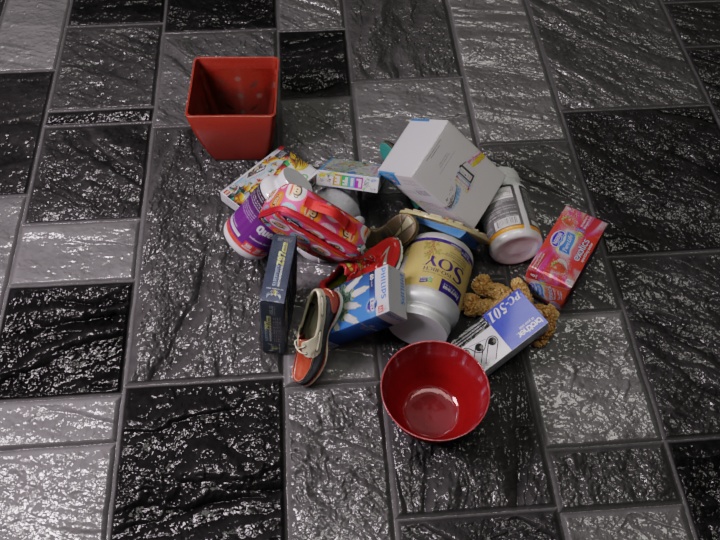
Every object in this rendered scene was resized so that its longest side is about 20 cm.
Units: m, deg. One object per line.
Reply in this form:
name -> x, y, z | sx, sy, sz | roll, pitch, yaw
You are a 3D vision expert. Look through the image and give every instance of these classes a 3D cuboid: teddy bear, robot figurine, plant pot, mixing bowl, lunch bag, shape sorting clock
teddy bear -> 0.305, 0.078, 1.578 | 0.145, 0.067, 0.200 | -37, 63, -20
robot figurine -> -0.075, -0.099, 1.668 | 0.170, 0.113, 0.200 | 9, 53, 30
plant pot -> -0.288, -0.368, 1.814 | 0.200, 0.176, 0.200 | -1, 54, -1
mixing bowl -> 0.136, 0.243, 1.436 | 0.200, 0.108, 0.200 | 0, 56, 0
lunch bag -> -0.082, -0.091, 1.488 | 0.200, 0.176, 0.082 | 30, 72, -22
shape sorting clock -> 0.178, -0.094, 1.628 | 0.200, 0.200, 0.039 | 23, 90, 15

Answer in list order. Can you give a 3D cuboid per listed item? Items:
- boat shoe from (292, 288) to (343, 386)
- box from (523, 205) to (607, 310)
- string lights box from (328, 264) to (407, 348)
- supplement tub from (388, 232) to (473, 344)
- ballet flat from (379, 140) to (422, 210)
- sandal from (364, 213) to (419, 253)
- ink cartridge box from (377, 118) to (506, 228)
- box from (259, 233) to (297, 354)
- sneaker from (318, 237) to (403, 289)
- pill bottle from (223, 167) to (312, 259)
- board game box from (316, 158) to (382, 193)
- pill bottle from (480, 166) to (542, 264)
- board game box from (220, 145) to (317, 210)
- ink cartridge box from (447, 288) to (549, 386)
boat shoe -> -0.095, 0.128, 1.482 | 0.071, 0.063, 0.200 | 27, 101, 38
box -> 0.432, -0.028, 1.635 | 0.100, 0.096, 0.200 | 28, 60, 18
string lights box -> -0.003, 0.073, 1.508 | 0.200, 0.059, 0.103 | -24, 53, 35
supplement tub -> 0.139, 0.039, 1.556 | 0.145, 0.145, 0.200 | 14, 56, 9
ballet flat -> 0.117, -0.224, 1.792 | 0.068, 0.068, 0.200 | -19, 67, -25
sandal -> 0.058, -0.065, 1.625 | 0.054, 0.200, 0.080 | -11, 78, -45
ink cartridge box -> 0.176, -0.207, 1.651 | 0.145, 0.200, 0.147 | -57, 30, -7
box -> -0.159, 0.050, 1.511 | 0.051, 0.200, 0.158 | 6, 56, 0
sneaker -> 0.000, 0.000, 1.567 | 0.200, 0.085, 0.077 | -38, 56, 17
pill bottle -> -0.192, -0.121, 1.624 | 0.112, 0.200, 0.112 | 33, 30, -22
board game box -> -0.016, -0.215, 1.725 | 0.134, 0.034, 0.200 | 8, 16, 5
pill bottle -> 0.321, -0.123, 1.688 | 0.116, 0.116, 0.200 | -4, 55, -4
board game box -> -0.207, -0.195, 1.780 | 0.126, 0.035, 0.200 | 36, 62, 21
ink cartridge box -> 0.262, 0.134, 1.513 | 0.200, 0.044, 0.094 | -37, 64, -1
